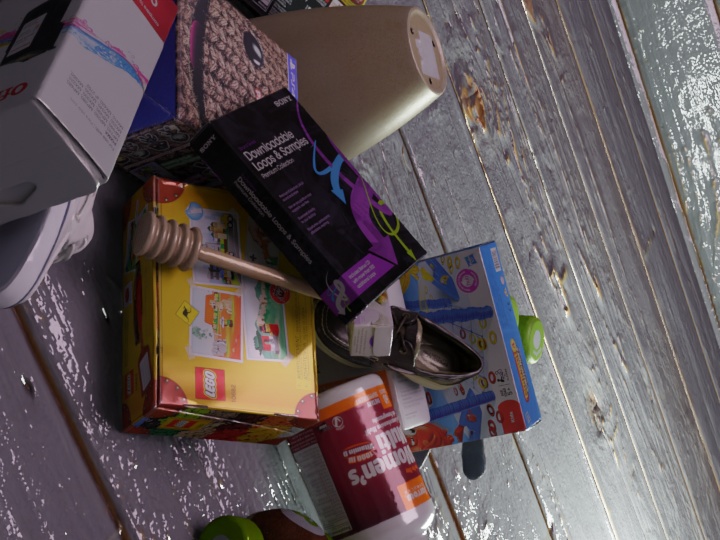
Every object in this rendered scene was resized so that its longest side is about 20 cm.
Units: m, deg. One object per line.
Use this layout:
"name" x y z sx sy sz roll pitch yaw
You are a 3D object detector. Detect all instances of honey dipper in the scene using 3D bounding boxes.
"honey dipper" -0.089 0.000 1.072 0.199 0.038 0.038 20 55 -28

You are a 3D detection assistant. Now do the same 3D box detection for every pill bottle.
"pill bottle" 0.006 0.211 1.274 0.109 0.109 0.201 -8 74 -65

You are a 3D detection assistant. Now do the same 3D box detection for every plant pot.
"plant pot" -0.017 -0.200 1.376 0.187 0.199 0.189 42 41 -51

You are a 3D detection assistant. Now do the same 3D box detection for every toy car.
"toy car" 0.102 0.135 1.506 0.158 0.163 0.202 34 63 -55
"toy car" -0.013 0.275 1.129 0.164 0.199 0.159 28 52 -58

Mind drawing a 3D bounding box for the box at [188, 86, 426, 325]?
"box" -0.041 -0.061 1.125 0.200 0.036 0.143 48 30 2

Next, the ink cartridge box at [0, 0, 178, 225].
"ink cartridge box" -0.233 -0.137 0.954 0.083 0.145 0.201 54 32 -36

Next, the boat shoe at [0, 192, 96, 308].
"boat shoe" -0.231 -0.041 0.994 0.065 0.073 0.201 50 36 -35

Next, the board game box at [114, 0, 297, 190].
"board game box" -0.147 -0.154 1.201 0.200 0.096 0.161 32 49 -56

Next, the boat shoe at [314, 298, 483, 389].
"boat shoe" 0.038 0.065 1.289 0.199 0.065 0.074 18 66 -36

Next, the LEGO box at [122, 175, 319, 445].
"LEGO box" -0.120 0.036 1.107 0.148 0.077 0.202 10 65 -29

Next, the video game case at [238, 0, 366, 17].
"video game case" -0.050 -0.346 1.461 0.182 0.025 0.200 -58 145 -1

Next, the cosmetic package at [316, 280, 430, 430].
"cosmetic package" -0.004 0.073 1.373 0.071 0.101 0.202 -3 79 -63

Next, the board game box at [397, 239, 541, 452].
"board game box" 0.074 0.089 1.415 0.056 0.194 0.202 -16 91 -64

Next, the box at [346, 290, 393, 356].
"box" 0.000 0.000 1.258 0.201 0.038 0.042 -99 -167 -50
